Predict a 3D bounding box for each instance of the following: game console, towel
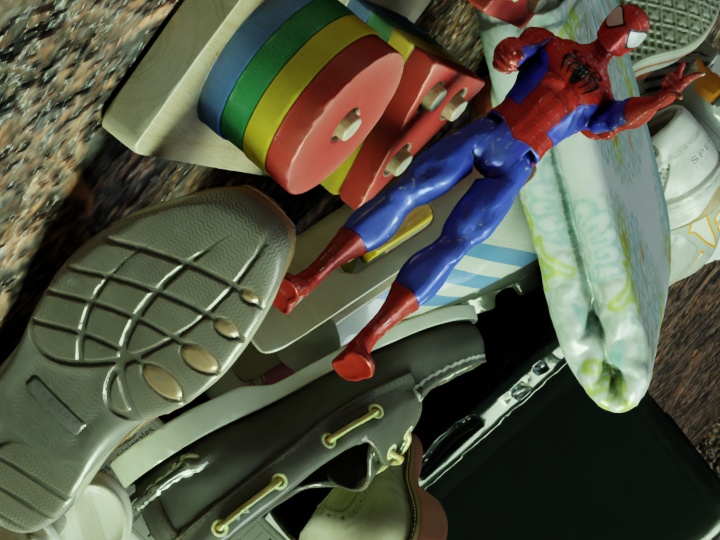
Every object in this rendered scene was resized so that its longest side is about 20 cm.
[{"bbox_3d":[0.085,0.105,1.308,0.200,0.116,0.176,-43,-160,24],"label":"game console"},{"bbox_3d":[0.104,-0.053,1.177,0.048,0.201,0.171,-12,-164,16],"label":"towel"}]

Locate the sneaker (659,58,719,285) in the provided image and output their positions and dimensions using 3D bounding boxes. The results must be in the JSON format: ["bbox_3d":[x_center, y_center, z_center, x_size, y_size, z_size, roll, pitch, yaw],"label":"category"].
[{"bbox_3d":[0.180,-0.039,1.425,0.092,0.076,0.200,-39,158,-18],"label":"sneaker"}]

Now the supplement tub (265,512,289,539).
[{"bbox_3d":[0.031,0.168,1.616,0.145,0.145,0.200,-57,165,26],"label":"supplement tub"}]

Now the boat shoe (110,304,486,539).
[{"bbox_3d":[-0.016,0.072,1.094,0.201,0.061,0.072,-23,169,-36],"label":"boat shoe"}]

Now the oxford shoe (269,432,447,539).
[{"bbox_3d":[-0.012,0.103,1.240,0.071,0.075,0.200,-59,-163,3],"label":"oxford shoe"}]

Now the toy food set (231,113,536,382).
[{"bbox_3d":[0.005,0.000,1.134,0.143,0.061,0.200,-34,179,-8],"label":"toy food set"}]

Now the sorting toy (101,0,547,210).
[{"bbox_3d":[0.014,-0.109,0.994,0.199,0.070,0.200,-53,166,10],"label":"sorting toy"}]

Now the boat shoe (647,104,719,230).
[{"bbox_3d":[0.103,-0.045,1.370,0.199,0.069,0.071,-19,-151,25],"label":"boat shoe"}]

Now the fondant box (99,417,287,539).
[{"bbox_3d":[-0.064,0.176,1.217,0.058,0.200,0.145,-40,163,-27],"label":"fondant box"}]

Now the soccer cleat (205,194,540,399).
[{"bbox_3d":[0.000,0.000,1.272,0.199,0.087,0.070,-25,-168,-17],"label":"soccer cleat"}]

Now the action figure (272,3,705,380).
[{"bbox_3d":[0.058,-0.048,0.993,0.200,0.065,0.099,-45,-178,-21],"label":"action figure"}]

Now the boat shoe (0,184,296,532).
[{"bbox_3d":[-0.093,0.026,0.993,0.200,0.076,0.072,-39,-177,34],"label":"boat shoe"}]

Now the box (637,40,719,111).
[{"bbox_3d":[0.128,-0.063,1.477,0.200,0.068,0.082,-50,164,-3],"label":"box"}]

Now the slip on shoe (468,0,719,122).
[{"bbox_3d":[0.126,-0.122,1.343,0.200,0.074,0.061,-42,-173,-36],"label":"slip on shoe"}]

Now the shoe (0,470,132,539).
[{"bbox_3d":[-0.167,0.155,1.088,0.200,0.070,0.053,-38,-158,-34],"label":"shoe"}]
